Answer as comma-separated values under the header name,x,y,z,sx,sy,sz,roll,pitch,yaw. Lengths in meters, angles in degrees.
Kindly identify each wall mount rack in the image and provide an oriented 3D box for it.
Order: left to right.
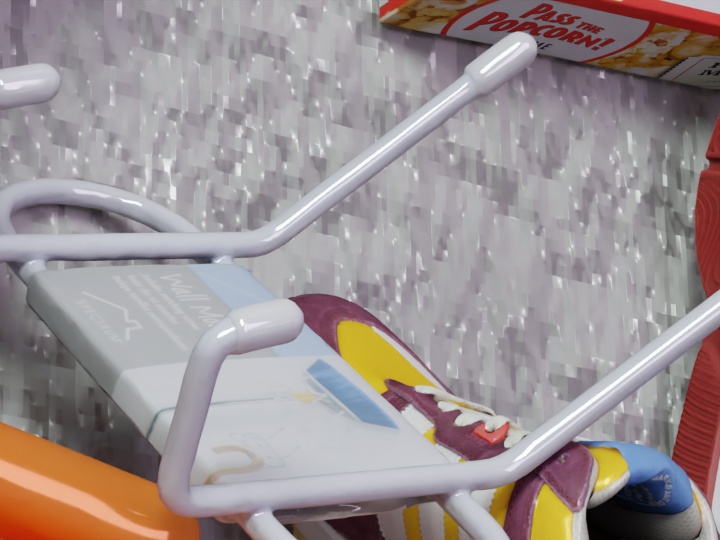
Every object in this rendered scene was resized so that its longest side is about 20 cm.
name,x,y,z,sx,sy,sz,roll,pitch,yaw
wall mount rack,0.000,0.000,0.729,0.174,0.075,0.200,-4,33,-37

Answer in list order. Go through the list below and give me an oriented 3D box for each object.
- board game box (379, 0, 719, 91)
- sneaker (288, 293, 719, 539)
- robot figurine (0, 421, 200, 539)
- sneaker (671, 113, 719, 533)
name,x,y,z,sx,sy,sz,roll,pitch,yaw
board game box,0.091,-0.138,0.943,0.200,0.046,0.152,8,68,-35
sneaker,0.042,0.062,0.756,0.075,0.090,0.200,9,37,-44
robot figurine,-0.089,0.118,0.661,0.200,0.144,0.117,19,25,-30
sneaker,0.162,0.009,0.917,0.115,0.078,0.200,20,86,-41
